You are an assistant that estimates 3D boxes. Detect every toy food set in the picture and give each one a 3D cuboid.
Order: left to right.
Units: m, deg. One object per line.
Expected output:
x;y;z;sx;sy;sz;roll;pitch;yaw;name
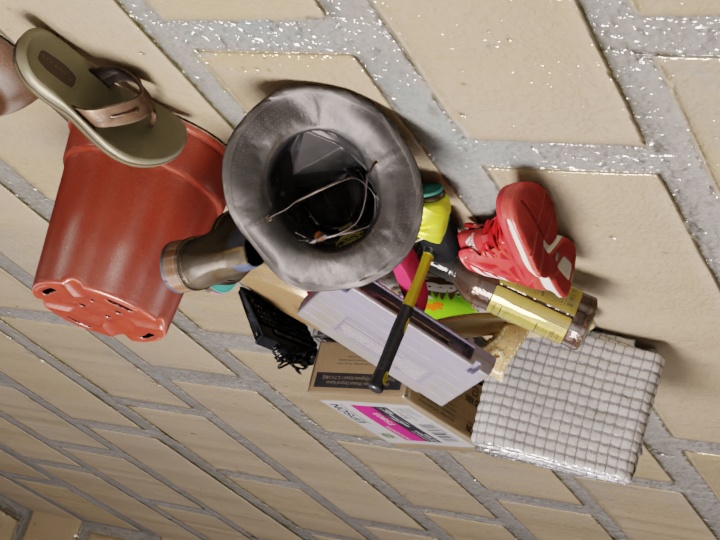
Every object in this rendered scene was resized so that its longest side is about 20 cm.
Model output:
-0.062;0.026;1.852;0.198;0.049;0.198;25;168;11;toy food set

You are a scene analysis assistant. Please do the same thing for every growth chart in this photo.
0.077;0.025;1.780;0.143;0.018;0.200;-5;153;21;growth chart

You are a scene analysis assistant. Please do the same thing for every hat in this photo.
-0.031;-0.085;1.481;0.198;0.203;0.081;16;-162;1;hat

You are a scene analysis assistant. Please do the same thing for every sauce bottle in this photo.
0.153;0.017;1.657;0.198;0.065;0.065;26;160;4;sauce bottle

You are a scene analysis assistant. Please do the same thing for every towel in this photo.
0.240;0.151;1.796;0.197;0.168;0.086;12;163;15;towel

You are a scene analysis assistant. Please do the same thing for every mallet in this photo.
0.054;0.034;1.594;0.041;0.202;0.066;15;168;24;mallet

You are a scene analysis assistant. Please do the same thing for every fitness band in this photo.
0.000;0.000;1.674;0.142;0.038;0.201;11;151;21;fitness band

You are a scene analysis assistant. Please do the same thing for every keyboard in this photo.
-0.085;0.076;1.939;0.039;0.105;0.200;-26;162;14;keyboard

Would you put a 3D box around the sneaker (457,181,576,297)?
0.137;-0.028;1.539;0.114;0.079;0.200;6;156;24;sneaker

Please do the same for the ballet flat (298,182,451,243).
-0.007;-0.052;1.554;0.197;0.067;0.068;1;114;11;ballet flat

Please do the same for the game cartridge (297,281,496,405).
0.037;0.069;1.685;0.199;0.039;0.130;33;155;-9;game cartridge

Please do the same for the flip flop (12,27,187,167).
-0.243;-0.169;1.497;0.057;0.082;0.199;-22;133;39;flip flop

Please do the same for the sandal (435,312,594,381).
0.162;0.086;1.713;0.209;0.071;0.078;-5;163;-10;sandal

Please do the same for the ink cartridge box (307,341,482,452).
0.059;0.160;1.946;0.163;0.076;0.199;-3;153;42;ink cartridge box

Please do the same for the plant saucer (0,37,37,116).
-0.424;-0.206;1.585;0.198;0.037;0.201;16;159;6;plant saucer

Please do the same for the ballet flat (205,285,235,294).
-0.220;-0.036;1.838;0.071;0.069;0.200;34;177;44;ballet flat

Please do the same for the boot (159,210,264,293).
-0.111;-0.025;1.585;0.096;0.076;0.200;-9;-168;30;boot

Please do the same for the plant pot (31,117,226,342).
-0.245;-0.043;1.633;0.198;0.197;0.201;15;160;6;plant pot

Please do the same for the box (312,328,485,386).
0.062;0.100;1.971;0.198;0.050;0.158;3;156;34;box
